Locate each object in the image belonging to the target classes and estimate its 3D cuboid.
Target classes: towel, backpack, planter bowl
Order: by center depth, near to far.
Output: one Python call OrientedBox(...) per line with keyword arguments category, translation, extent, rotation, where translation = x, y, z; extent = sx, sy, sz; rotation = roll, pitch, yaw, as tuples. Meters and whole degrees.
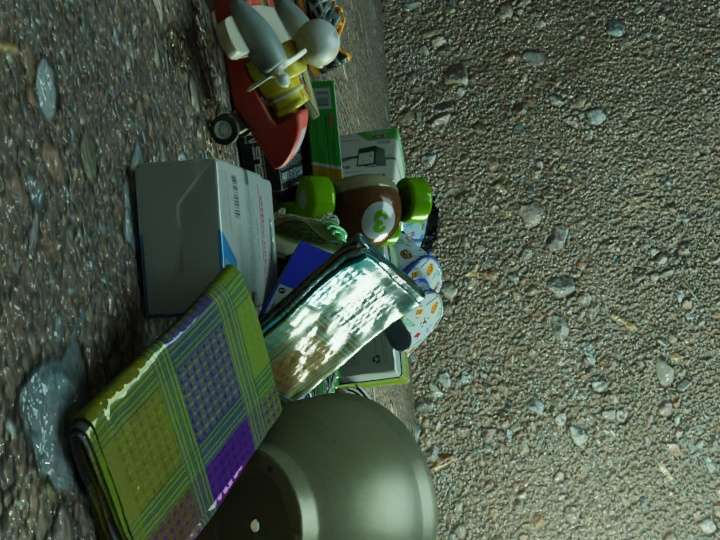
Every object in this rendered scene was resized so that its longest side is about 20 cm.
OrientedBox(category="towel", translation=(-0.119, 0.103, 0.680), extent=(0.200, 0.022, 0.146), rotation=(-52, 138, -50))
OrientedBox(category="planter bowl", translation=(-0.053, 0.201, 0.809), extent=(0.134, 0.197, 0.204), rotation=(11, 70, -55))
OrientedBox(category="towel", translation=(-0.044, 0.061, 0.837), extent=(0.022, 0.199, 0.146), rotation=(54, 9, 29))
OrientedBox(category="backpack", translation=(0.048, 0.043, 1.602), extent=(0.191, 0.153, 0.200), rotation=(-51, 160, -12))
OrientedBox(category="backpack", translation=(0.032, -0.074, 1.734), extent=(0.200, 0.179, 0.137), rotation=(-24, 125, -68))

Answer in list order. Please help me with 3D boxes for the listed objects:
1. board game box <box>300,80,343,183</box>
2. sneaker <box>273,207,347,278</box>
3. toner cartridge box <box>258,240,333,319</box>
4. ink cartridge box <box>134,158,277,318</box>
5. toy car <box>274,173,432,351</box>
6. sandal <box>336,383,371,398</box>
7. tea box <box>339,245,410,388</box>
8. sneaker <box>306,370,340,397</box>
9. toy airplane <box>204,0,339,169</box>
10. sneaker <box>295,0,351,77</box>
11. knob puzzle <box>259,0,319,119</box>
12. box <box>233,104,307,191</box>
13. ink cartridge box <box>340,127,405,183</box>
OrientedBox(category="board game box", translation=(-0.059, -0.151, 1.362), extent=(0.200, 0.039, 0.156), rotation=(131, -46, -78))
OrientedBox(category="sneaker", translation=(-0.038, -0.026, 0.979), extent=(0.089, 0.197, 0.078), rotation=(-52, 141, -29))
OrientedBox(category="toner cartridge box", translation=(-0.067, 0.074, 0.948), extent=(0.202, 0.043, 0.096), rotation=(104, 12, -50))
OrientedBox(category="ink cartridge box", translation=(-0.121, -0.025, 0.838), extent=(0.200, 0.066, 0.119), rotation=(-2, 88, -83))
OrientedBox(category="toy car", translation=(0.000, 0.000, 1.203), extent=(0.158, 0.161, 0.204), rotation=(-36, -120, 58))
OrientedBox(category="sandal", translation=(-0.010, 0.189, 1.350), extent=(0.206, 0.058, 0.081), rotation=(164, -87, -75))
OrientedBox(category="tea box", translation=(-0.011, 0.058, 1.400), extent=(0.197, 0.131, 0.204), rotation=(52, 31, -78))
OrientedBox(category="sneaker", translation=(-0.067, 0.125, 1.112), extent=(0.202, 0.076, 0.086), rotation=(-88, 169, -46))
OrientedBox(category="toy airplane", translation=(-0.089, -0.231, 0.989), extent=(0.200, 0.138, 0.203), rotation=(64, 23, -57))
OrientedBox(category="sneaker", translation=(-0.063, -0.425, 1.647), extent=(0.078, 0.076, 0.204), rotation=(-51, 133, -78))
OrientedBox(category="knob puzzle", translation=(-0.101, -0.306, 1.186), extent=(0.222, 0.030, 0.220), rotation=(61, 10, -19))
OrientedBox(category="box", translation=(-0.108, -0.181, 1.197), extent=(0.200, 0.043, 0.164), rotation=(-61, 144, -79))
OrientedBox(category="ink cartridge box", translation=(-0.006, -0.141, 1.574), extent=(0.201, 0.143, 0.085), rotation=(-85, 167, -60))
